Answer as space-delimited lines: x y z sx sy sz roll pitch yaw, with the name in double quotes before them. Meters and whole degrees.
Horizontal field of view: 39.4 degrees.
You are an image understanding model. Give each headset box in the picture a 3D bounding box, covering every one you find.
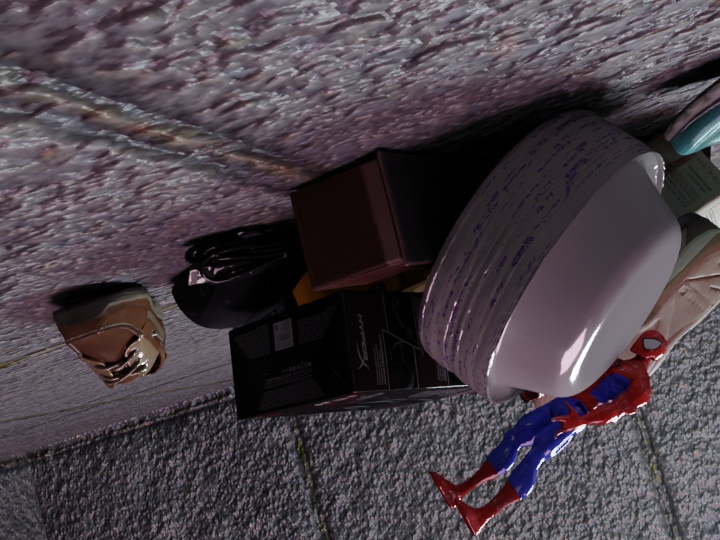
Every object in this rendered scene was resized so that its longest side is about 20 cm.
"headset box" 0.017 0.069 0.808 0.198 0.078 0.148 4 164 -42

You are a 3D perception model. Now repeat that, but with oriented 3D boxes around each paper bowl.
"paper bowl" 0.139 0.002 0.679 0.200 0.104 0.202 -40 151 -28

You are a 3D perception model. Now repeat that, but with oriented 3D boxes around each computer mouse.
"computer mouse" -0.096 0.013 0.818 0.137 0.053 0.200 -14 173 -28

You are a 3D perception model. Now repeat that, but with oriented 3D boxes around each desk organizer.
"desk organizer" 0.042 -0.034 0.708 0.076 0.073 0.199 -18 174 32

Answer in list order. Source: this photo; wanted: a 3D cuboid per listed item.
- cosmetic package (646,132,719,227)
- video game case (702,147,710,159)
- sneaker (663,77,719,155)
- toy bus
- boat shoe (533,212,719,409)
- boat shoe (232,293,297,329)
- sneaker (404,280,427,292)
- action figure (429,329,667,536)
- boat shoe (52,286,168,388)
"cosmetic package" 0.217 -0.016 0.858 0.199 0.088 0.104 -33 140 6
"video game case" 0.253 -0.033 0.983 0.019 0.145 0.199 27 150 -28
"sneaker" 0.302 -0.113 0.664 0.197 0.081 0.077 -17 174 7
"toy bus" 0.000 0.000 0.868 0.078 0.066 0.200 -21 176 -29
"boat shoe" 0.209 0.036 0.789 0.072 0.065 0.200 35 107 -31
"boat shoe" -0.051 0.053 1.179 0.090 0.072 0.199 -25 171 38
"sneaker" 0.087 0.031 1.066 0.077 0.079 0.199 -29 170 23
"action figure" 0.144 0.107 0.727 0.199 0.052 0.065 -34 -158 -10
"boat shoe" -0.201 0.059 0.851 0.075 0.073 0.200 -17 173 3
